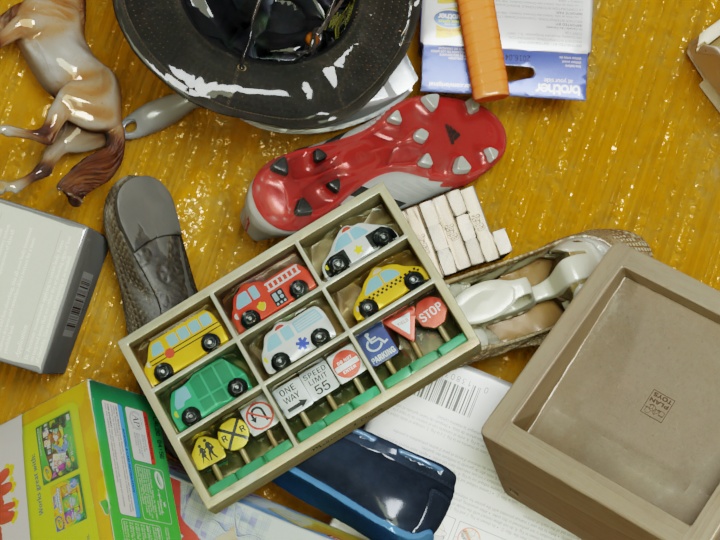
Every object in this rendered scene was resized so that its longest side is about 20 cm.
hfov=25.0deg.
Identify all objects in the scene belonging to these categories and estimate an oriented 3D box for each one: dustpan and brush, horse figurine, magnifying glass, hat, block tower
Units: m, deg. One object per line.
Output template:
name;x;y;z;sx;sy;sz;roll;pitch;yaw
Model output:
dustpan and brush;-0.078;-0.140;1.120;0.199;0.057;0.140;-25;84;-9
horse figurine;-0.215;-0.132;1.102;0.132;0.050;0.201;-24;79;-30
magnifying glass;0.072;-0.213;1.092;0.079;0.022;0.201;-9;83;-1
hat;-0.064;-0.182;1.058;0.199;0.081;0.202;1;87;-11
block tower;0.000;0.000;1.107;0.199;0.054;0.058;-20;88;-2

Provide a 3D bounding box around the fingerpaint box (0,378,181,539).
fingerpaint box;-0.194;0.196;1.021;0.166;0.073;0.201;-28;62;24

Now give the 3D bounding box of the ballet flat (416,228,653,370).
ballet flat;0.117;0.017;1.080;0.199;0.065;0.071;-23;78;-16

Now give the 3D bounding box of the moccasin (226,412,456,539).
moccasin;-0.028;0.112;1.065;0.199;0.081;0.068;32;69;12

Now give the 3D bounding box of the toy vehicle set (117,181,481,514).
toy vehicle set;-0.038;0.048;1.026;0.199;0.027;0.125;-31;74;-3

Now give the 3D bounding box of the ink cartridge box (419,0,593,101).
ink cartridge box;0.102;-0.214;1.122;0.119;0.042;0.201;3;81;0

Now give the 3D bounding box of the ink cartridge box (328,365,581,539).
ink cartridge box;0.085;0.165;1.103;0.199;0.045;0.177;23;86;1

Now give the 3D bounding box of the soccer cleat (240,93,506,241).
soccer cleat;0.008;-0.067;1.107;0.199;0.085;0.069;-21;83;-26

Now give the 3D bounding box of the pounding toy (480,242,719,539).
pounding toy;0.216;0.096;1.030;0.184;0.142;0.200;29;71;27

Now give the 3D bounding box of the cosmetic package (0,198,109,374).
cosmetic package;-0.284;-0.007;1.090;0.199;0.090;0.107;19;87;3

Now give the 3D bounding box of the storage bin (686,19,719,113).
storage bin;0.360;-0.134;1.099;0.200;0.094;0.199;-36;88;-2

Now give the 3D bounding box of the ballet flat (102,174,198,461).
ballet flat;-0.137;0.033;1.112;0.067;0.046;0.201;-17;93;-33

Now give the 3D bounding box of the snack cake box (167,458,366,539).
snack cake box;-0.080;0.207;1.057;0.199;0.067;0.116;19;89;20
